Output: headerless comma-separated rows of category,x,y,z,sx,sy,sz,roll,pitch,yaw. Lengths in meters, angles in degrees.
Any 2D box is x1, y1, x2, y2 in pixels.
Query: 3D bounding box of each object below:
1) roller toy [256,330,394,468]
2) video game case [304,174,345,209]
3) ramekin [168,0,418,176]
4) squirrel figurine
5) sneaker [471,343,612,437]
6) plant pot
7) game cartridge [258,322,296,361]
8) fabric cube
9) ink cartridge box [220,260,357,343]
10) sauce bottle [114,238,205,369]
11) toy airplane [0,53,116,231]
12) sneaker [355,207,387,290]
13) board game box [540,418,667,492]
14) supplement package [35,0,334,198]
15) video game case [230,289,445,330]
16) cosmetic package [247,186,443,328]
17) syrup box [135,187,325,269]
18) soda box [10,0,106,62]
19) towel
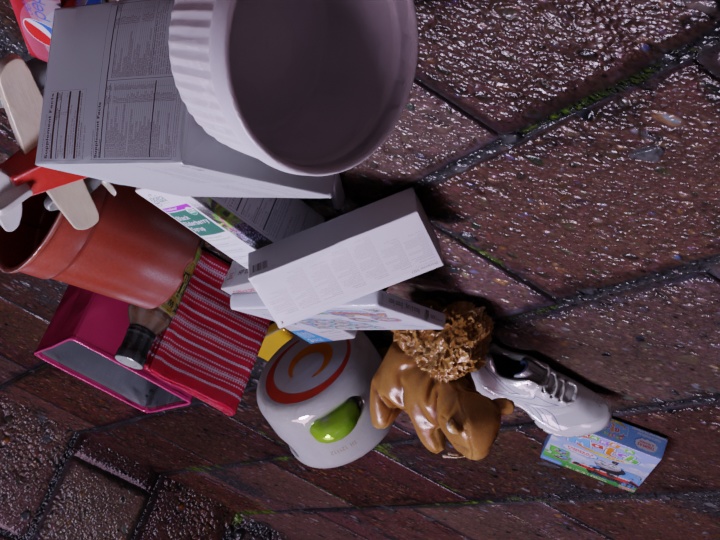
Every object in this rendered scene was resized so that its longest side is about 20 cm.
roller toy,-0.041,0.178,1.895,0.181,0.201,0.140,-3,134,37
video game case,-0.113,-0.143,1.442,0.180,0.024,0.200,18,158,15
ramekin,-0.059,-0.180,1.062,0.104,0.201,0.200,13,159,46
squirrel figurine,0.106,0.137,1.665,0.140,0.202,0.187,-11,-156,-20
sneaker,0.235,0.156,1.746,0.198,0.075,0.087,20,154,6
plant pot,-0.314,-0.056,1.646,0.194,0.203,0.200,26,161,-33
game cartridge,-0.074,0.131,2.062,0.175,0.033,0.200,29,161,-16
fabric cube,-0.313,0.066,1.905,0.195,0.201,0.199,32,158,-21
ink cartridge box,-0.101,0.018,1.753,0.199,0.068,0.115,33,156,-26
sauce bottle,-0.268,0.033,1.777,0.064,0.202,0.065,17,160,7
toy airplane,-0.327,-0.134,1.425,0.198,0.142,0.200,11,132,-38
sneaker,0.000,0.000,1.592,0.069,0.079,0.200,19,159,10
board game box,0.344,0.254,1.916,0.150,0.037,0.200,20,158,8
supplement package,-0.151,-0.151,1.207,0.199,0.149,0.190,4,176,40
video game case,-0.024,0.049,1.591,0.198,0.024,0.182,-2,168,28
cosmetic package,-0.017,-0.013,1.455,0.198,0.051,0.083,-21,126,11
syrup box,-0.143,-0.073,1.494,0.199,0.082,0.078,35,154,-31
soda box,-0.286,-0.265,1.252,0.063,0.071,0.200,23,159,6
towel,-0.199,0.082,1.826,0.144,0.202,0.022,30,150,-19
